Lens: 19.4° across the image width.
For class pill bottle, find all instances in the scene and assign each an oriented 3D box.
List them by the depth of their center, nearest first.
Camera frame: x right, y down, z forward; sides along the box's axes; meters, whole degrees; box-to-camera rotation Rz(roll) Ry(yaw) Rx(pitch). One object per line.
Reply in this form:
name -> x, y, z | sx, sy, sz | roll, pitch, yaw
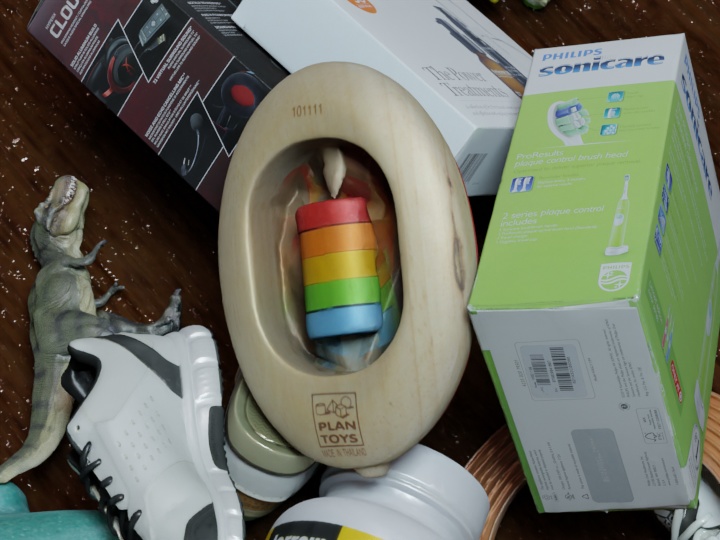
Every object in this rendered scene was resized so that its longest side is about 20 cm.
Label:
pill bottle -> -0.010, 0.184, 1.018 | 0.112, 0.113, 0.200 | 20, 60, 7

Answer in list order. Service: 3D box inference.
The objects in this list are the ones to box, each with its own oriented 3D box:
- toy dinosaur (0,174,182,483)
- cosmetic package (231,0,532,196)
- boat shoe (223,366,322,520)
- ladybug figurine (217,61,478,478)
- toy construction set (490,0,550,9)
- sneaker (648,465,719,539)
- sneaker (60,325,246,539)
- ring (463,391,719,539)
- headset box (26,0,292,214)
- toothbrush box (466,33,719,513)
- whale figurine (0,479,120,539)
toy dinosaur -> -0.141, 0.037, 1.125 | 0.088, 0.048, 0.200 | 2, 49, -2
cosmetic package -> 0.040, -0.107, 1.160 | 0.151, 0.052, 0.200 | 41, 20, 19
boat shoe -> -0.031, 0.051, 1.116 | 0.075, 0.068, 0.200 | 30, 39, 3
ladybug figurine -> 0.000, 0.000, 1.024 | 0.135, 0.072, 0.201 | -4, 87, 28
toy construction set -> 0.075, -0.235, 1.283 | 0.200, 0.092, 0.131 | 35, 74, 19
sneaker -> 0.187, 0.161, 1.083 | 0.115, 0.076, 0.201 | 18, 51, 16
sneaker -> -0.102, 0.107, 1.009 | 0.080, 0.074, 0.200 | 4, 40, -18
ring -> 0.128, 0.145, 1.063 | 0.200, 0.019, 0.201 | -13, 54, 19
headset box -> -0.076, -0.111, 1.164 | 0.200, 0.075, 0.149 | 43, 21, 19
toothbrush box -> 0.127, 0.000, 1.059 | 0.086, 0.146, 0.200 | -3, 42, 21
whale figurine -> -0.143, 0.158, 1.027 | 0.200, 0.104, 0.159 | -26, 64, -22
